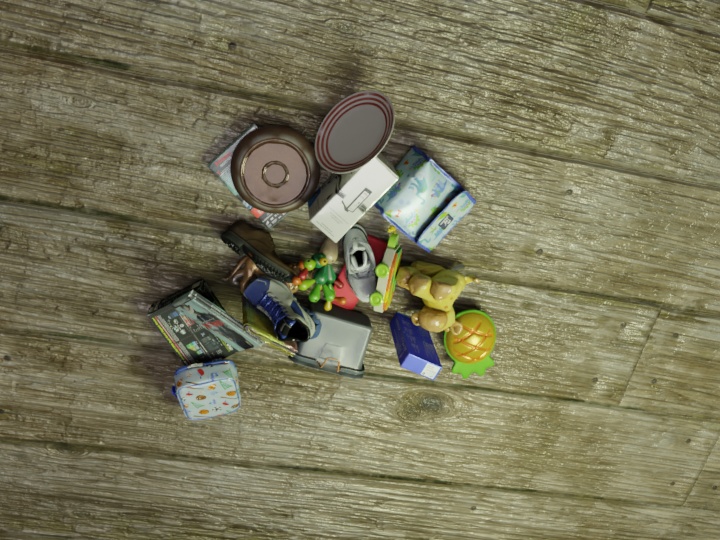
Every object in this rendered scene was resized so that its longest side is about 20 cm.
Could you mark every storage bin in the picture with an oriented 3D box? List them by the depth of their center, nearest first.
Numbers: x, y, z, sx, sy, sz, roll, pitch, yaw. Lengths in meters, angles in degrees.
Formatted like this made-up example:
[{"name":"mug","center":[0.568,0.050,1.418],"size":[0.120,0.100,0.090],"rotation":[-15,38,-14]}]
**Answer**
[{"name":"storage bin","center":[-0.067,0.167,1.580],"size":[0.199,0.146,0.135],"rotation":[16,108,-12]}]

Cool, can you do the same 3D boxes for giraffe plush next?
[{"name":"giraffe plush","center":[0.181,0.077,1.557],"size":[0.199,0.172,0.163],"rotation":[-7,114,-39]}]

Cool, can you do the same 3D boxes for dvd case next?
[{"name":"dvd case","center":[-0.223,-0.209,1.451],"size":[0.146,0.022,0.200],"rotation":[-39,113,11]},{"name":"dvd case","center":[-0.329,0.119,1.473],"size":[0.200,0.146,0.022],"rotation":[39,62,-19]}]

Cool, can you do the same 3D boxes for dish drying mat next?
[{"name":"dish drying mat","center":[-0.008,0.003,1.579],"size":[0.076,0.018,0.201],"rotation":[23,109,-14]}]

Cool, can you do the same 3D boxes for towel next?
[{"name":"towel","center":[-0.219,0.118,1.500],"size":[0.143,0.200,0.023],"rotation":[31,105,-25]}]

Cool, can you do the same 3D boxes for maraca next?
[{"name":"maraca","center":[0.282,0.189,1.643],"size":[0.136,0.107,0.201],"rotation":[-9,115,1]}]

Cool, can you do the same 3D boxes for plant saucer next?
[{"name":"plant saucer","center":[-0.188,-0.217,1.415],"size":[0.199,0.032,0.201],"rotation":[-2,113,-5]}]

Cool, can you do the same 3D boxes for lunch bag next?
[{"name":"lunch bag","center":[0.150,-0.153,1.474],"size":[0.200,0.128,0.170],"rotation":[36,102,-33]},{"name":"lunch bag","center":[-0.382,0.296,1.596],"size":[0.159,0.076,0.200],"rotation":[-9,142,-10]}]

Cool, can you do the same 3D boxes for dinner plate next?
[{"name":"dinner plate","center":[-0.011,-0.292,1.365],"size":[0.200,0.201,0.024],"rotation":[-41,141,12]}]

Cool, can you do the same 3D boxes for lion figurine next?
[{"name":"lion figurine","center":[-0.220,0.009,1.532],"size":[0.199,0.073,0.123],"rotation":[21,103,-10]}]

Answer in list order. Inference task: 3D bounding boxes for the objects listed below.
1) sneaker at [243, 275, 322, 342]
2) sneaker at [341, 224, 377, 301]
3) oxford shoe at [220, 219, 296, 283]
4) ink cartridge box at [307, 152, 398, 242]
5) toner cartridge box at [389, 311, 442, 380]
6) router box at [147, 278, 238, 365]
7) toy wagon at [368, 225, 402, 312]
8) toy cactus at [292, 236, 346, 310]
[{"name":"sneaker","center":[-0.177,0.095,1.459],"size":[0.199,0.115,0.081],"rotation":[38,102,-2]},{"name":"sneaker","center":[0.000,0.000,1.505],"size":[0.075,0.115,0.201],"rotation":[-12,114,0]},{"name":"oxford shoe","center":[-0.219,-0.048,1.480],"size":[0.200,0.073,0.085],"rotation":[39,66,0]},{"name":"ink cartridge box","center":[-0.020,-0.179,1.426],"size":[0.084,0.146,0.200],"rotation":[40,104,-20]},{"name":"toner cartridge box","center":[0.132,0.182,1.574],"size":[0.095,0.200,0.043],"rotation":[26,110,-16]},{"name":"router box","center":[-0.400,0.140,1.574],"size":[0.149,0.062,0.201],"rotation":[-26,114,5]},{"name":"toy wagon","center":[0.065,-0.005,1.506],"size":[0.039,0.155,0.201],"rotation":[14,106,9]},{"name":"toy cactus","center":[-0.081,-0.004,1.500],"size":[0.102,0.166,0.200],"rotation":[6,159,29]}]
